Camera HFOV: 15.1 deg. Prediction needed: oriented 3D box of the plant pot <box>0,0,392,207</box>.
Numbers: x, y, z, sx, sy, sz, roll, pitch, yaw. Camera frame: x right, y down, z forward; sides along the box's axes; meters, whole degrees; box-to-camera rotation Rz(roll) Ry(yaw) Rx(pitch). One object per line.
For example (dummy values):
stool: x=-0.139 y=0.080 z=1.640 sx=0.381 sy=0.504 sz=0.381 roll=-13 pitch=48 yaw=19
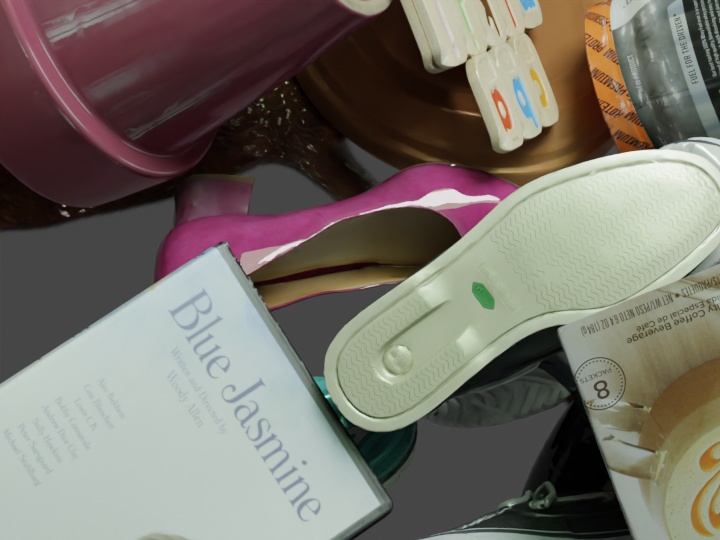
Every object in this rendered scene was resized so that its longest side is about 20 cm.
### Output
plant pot: x=-0.089 y=-0.151 z=1.287 sx=0.178 sy=0.200 sz=0.201 roll=-20 pitch=52 yaw=27

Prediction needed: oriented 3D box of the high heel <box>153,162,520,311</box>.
high heel: x=0.000 y=0.000 z=1.320 sx=0.198 sy=0.068 sz=0.097 roll=-1 pitch=42 yaw=3

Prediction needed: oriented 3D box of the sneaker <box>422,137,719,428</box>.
sneaker: x=0.116 y=0.005 z=1.305 sx=0.080 sy=0.199 sz=0.129 roll=51 pitch=19 yaw=11

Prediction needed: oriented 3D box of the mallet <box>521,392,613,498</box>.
mallet: x=0.179 y=0.111 z=1.286 sx=0.198 sy=0.066 sz=0.041 roll=15 pitch=28 yaw=-6

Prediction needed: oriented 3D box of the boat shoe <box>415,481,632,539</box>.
boat shoe: x=0.092 y=0.131 z=1.238 sx=0.198 sy=0.074 sz=0.068 roll=-10 pitch=31 yaw=1

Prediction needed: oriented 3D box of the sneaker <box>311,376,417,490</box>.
sneaker: x=-0.065 y=0.074 z=1.238 sx=0.198 sy=0.080 sz=0.078 roll=-2 pitch=53 yaw=-18

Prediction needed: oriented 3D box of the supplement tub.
supplement tub: x=0.223 y=-0.120 z=1.382 sx=0.199 sy=0.123 sz=0.123 roll=-17 pitch=50 yaw=19

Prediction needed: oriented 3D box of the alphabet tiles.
alphabet tiles: x=0.047 y=-0.157 z=1.348 sx=0.197 sy=0.015 sz=0.200 roll=68 pitch=19 yaw=-4

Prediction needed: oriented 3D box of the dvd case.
dvd case: x=-0.103 y=0.099 z=1.180 sx=0.199 sy=0.018 sz=0.143 roll=-33 pitch=89 yaw=-15

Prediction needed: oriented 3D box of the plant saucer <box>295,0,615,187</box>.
plant saucer: x=0.058 y=-0.131 z=1.459 sx=0.198 sy=0.038 sz=0.201 roll=8 pitch=52 yaw=-10

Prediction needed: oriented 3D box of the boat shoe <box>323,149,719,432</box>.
boat shoe: x=0.074 y=0.006 z=1.214 sx=0.199 sy=0.068 sz=0.072 roll=-29 pitch=83 yaw=1

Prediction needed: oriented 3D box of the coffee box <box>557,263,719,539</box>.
coffee box: x=0.173 y=0.103 z=1.149 sx=0.114 sy=0.080 sz=0.201 roll=-22 pitch=71 yaw=7
